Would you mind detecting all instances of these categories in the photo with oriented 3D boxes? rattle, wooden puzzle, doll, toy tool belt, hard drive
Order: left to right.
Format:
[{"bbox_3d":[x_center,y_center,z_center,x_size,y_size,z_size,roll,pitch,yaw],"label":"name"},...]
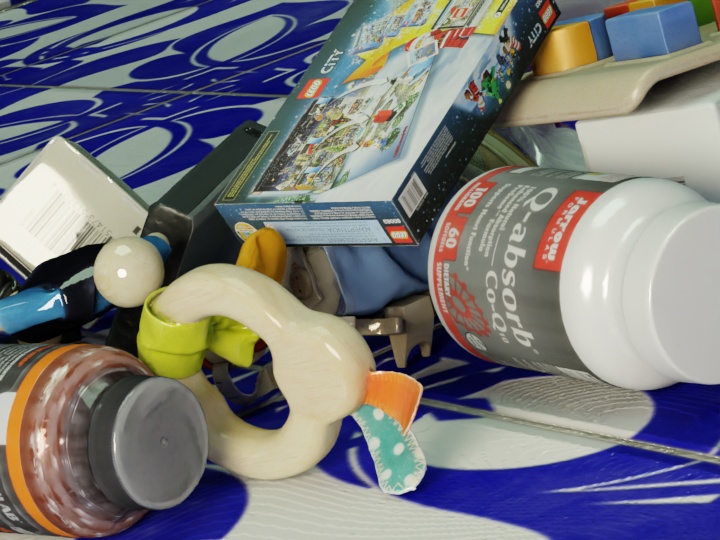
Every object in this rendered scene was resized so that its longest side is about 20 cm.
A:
[{"bbox_3d":[-0.166,0.013,1.610,0.136,0.049,0.200,-26,0,-30],"label":"doll"},{"bbox_3d":[-0.111,-0.006,1.793,0.033,0.140,0.200,23,22,7],"label":"hard drive"},{"bbox_3d":[-0.012,0.046,1.523,0.199,0.131,0.143,0,8,37],"label":"rattle"},{"bbox_3d":[0.000,0.000,1.677,0.123,0.125,0.200,-12,12,47],"label":"toy tool belt"},{"bbox_3d":[0.181,-0.144,1.680,0.200,0.046,0.185,-25,12,-28],"label":"wooden puzzle"}]

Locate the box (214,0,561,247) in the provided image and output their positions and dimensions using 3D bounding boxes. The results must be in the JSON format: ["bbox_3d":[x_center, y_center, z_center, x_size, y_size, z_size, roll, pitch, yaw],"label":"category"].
[{"bbox_3d":[0.018,-0.096,1.656,0.136,0.038,0.200,-1,45,41],"label":"box"}]

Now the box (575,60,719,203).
[{"bbox_3d":[0.230,-0.067,1.682,0.097,0.125,0.200,-6,16,37],"label":"box"}]

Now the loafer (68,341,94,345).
[{"bbox_3d":[-0.166,0.076,1.648,0.068,0.071,0.200,-15,12,-36],"label":"loafer"}]

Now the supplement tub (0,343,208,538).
[{"bbox_3d":[-0.176,0.092,1.531,0.200,0.107,0.107,-2,19,43],"label":"supplement tub"}]

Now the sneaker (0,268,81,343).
[{"bbox_3d":[-0.231,0.037,1.776,0.076,0.091,0.200,13,11,18],"label":"sneaker"}]

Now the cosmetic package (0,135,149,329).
[{"bbox_3d":[-0.189,-0.026,1.883,0.087,0.103,0.200,-50,2,0],"label":"cosmetic package"}]

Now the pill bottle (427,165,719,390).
[{"bbox_3d":[0.135,0.004,1.529,0.116,0.116,0.200,-23,16,-28],"label":"pill bottle"}]

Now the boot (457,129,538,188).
[{"bbox_3d":[0.034,-0.033,1.820,0.155,0.200,0.072,-57,12,-2],"label":"boot"}]

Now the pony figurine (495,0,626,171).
[{"bbox_3d":[0.103,-0.113,1.922,0.192,0.167,0.200,8,-25,-24],"label":"pony figurine"}]
